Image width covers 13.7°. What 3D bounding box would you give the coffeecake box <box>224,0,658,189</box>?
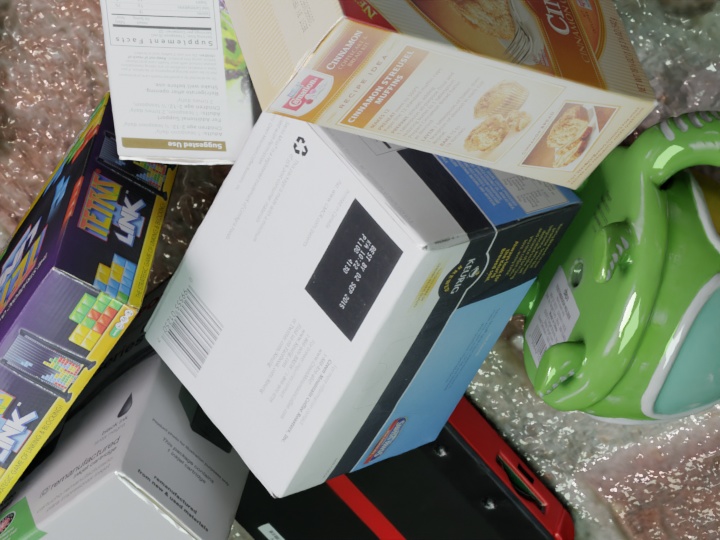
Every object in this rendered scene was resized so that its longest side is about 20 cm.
[{"bbox_3d":[0.030,-0.136,1.481,0.200,0.154,0.073,12,134,-37],"label":"coffeecake box"}]

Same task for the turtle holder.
[{"bbox_3d":[0.163,-0.005,1.635,0.132,0.141,0.186,14,90,-20],"label":"turtle holder"}]

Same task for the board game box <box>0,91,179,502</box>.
[{"bbox_3d":[-0.178,0.023,1.677,0.057,0.165,0.200,28,126,-13],"label":"board game box"}]

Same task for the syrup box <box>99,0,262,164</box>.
[{"bbox_3d":[-0.093,-0.159,1.578,0.081,0.079,0.200,2,127,8],"label":"syrup box"}]

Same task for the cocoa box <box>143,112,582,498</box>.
[{"bbox_3d":[0.000,0.000,1.622,0.133,0.131,0.200,49,131,23],"label":"cocoa box"}]

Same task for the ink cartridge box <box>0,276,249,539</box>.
[{"bbox_3d":[-0.134,0.110,1.716,0.084,0.200,0.146,42,122,-18],"label":"ink cartridge box"}]

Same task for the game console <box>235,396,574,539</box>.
[{"bbox_3d":[0.014,0.139,1.825,0.177,0.031,0.200,-26,119,31],"label":"game console"}]
